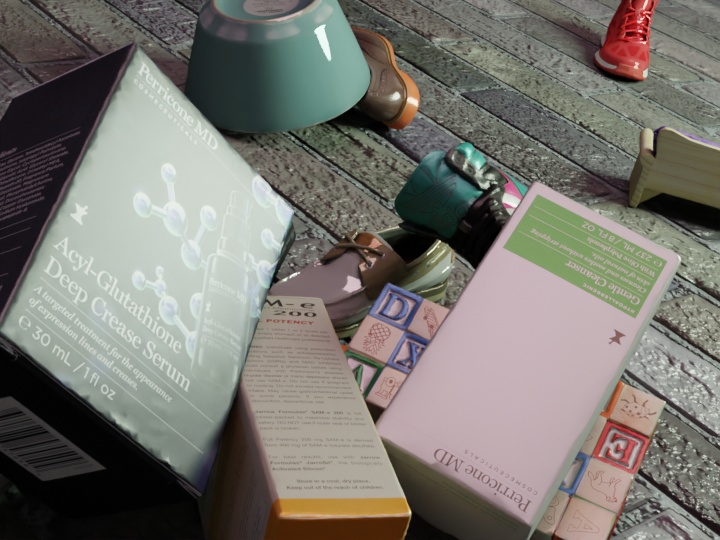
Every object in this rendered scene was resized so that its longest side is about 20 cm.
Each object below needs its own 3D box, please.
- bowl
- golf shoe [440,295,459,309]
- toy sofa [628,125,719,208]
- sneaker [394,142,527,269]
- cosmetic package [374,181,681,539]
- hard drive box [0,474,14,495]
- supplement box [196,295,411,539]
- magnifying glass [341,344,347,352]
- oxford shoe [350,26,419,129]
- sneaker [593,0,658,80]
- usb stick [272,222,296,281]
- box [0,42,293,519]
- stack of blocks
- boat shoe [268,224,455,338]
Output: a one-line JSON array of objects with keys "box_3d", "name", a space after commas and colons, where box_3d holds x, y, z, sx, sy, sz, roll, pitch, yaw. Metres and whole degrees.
[{"box_3d": [-0.093, -0.240, 1.276, 0.201, 0.105, 0.201, -4, 38, 3], "name": "bowl"}, {"box_3d": [0.112, 0.067, 0.914, 0.200, 0.078, 0.097, -14, 45, -40], "name": "golf shoe"}, {"box_3d": [0.396, -0.100, 1.316, 0.200, 0.098, 0.083, 16, 29, 5], "name": "toy sofa"}, {"box_3d": [0.085, -0.031, 0.886, 0.121, 0.084, 0.200, 29, 21, -13], "name": "sneaker"}, {"box_3d": [0.097, 0.060, 0.732, 0.108, 0.085, 0.200, 28, 62, 12], "name": "cosmetic package"}, {"box_3d": [-0.221, 0.032, 0.720, 0.077, 0.156, 0.200, -6, 18, 26], "name": "hard drive box"}, {"box_3d": [-0.043, 0.118, 0.693, 0.073, 0.126, 0.200, 2, 31, -19], "name": "supplement box"}, {"box_3d": [-0.059, 0.053, 0.862, 0.200, 0.022, 0.080, 16, 13, -32], "name": "magnifying glass"}, {"box_3d": [-0.003, -0.233, 1.383, 0.073, 0.071, 0.200, 17, 22, -35], "name": "oxford shoe"}, {"box_3d": [0.386, -0.352, 1.743, 0.078, 0.116, 0.200, 13, 28, -3], "name": "sneaker"}, {"box_3d": [-0.097, 0.003, 0.972, 0.055, 0.033, 0.200, 17, 29, 3], "name": "usb stick"}, {"box_3d": [-0.140, 0.008, 0.658, 0.107, 0.148, 0.200, -16, 44, 34], "name": "box"}, {"box_3d": [0.080, 0.103, 0.792, 0.200, 0.059, 0.115, 23, 62, 16], "name": "stack of blocks"}, {"box_3d": [0.000, 0.000, 0.984, 0.075, 0.068, 0.200, 33, 33, 31], "name": "boat shoe"}]
